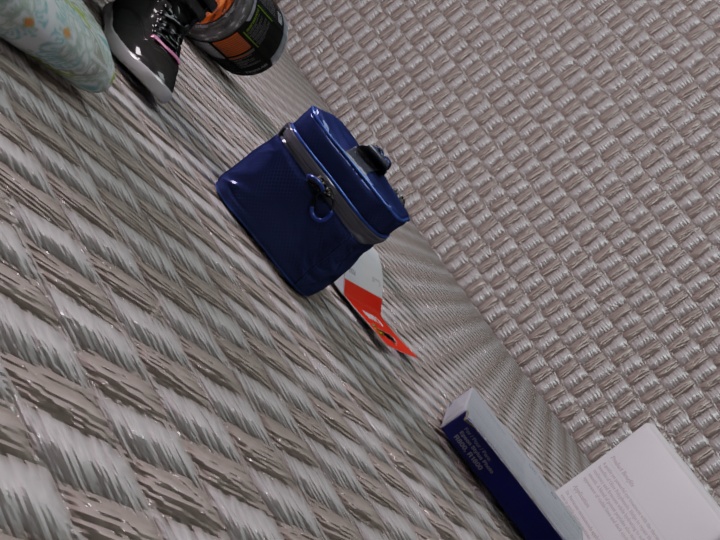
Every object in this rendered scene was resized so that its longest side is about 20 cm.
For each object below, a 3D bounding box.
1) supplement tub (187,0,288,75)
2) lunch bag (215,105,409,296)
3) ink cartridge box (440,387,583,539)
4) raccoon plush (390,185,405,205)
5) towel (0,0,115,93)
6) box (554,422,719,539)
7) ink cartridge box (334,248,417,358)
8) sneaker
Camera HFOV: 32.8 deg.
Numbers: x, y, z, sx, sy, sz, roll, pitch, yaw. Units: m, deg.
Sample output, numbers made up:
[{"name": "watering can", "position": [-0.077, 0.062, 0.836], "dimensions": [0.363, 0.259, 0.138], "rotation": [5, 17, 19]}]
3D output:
[{"name": "supplement tub", "position": [-0.185, -0.357, 1.693], "dimensions": [0.123, 0.122, 0.200], "rotation": [53, 6, 18]}, {"name": "lunch bag", "position": [-0.033, -0.070, 1.107], "dimensions": [0.136, 0.132, 0.200], "rotation": [51, 6, 0]}, {"name": "ink cartridge box", "position": [0.156, 0.219, 1.239], "dimensions": [0.200, 0.041, 0.200], "rotation": [52, 6, 3]}, {"name": "raccoon plush", "position": [-0.021, -0.123, 1.727], "dimensions": [0.134, 0.097, 0.200], "rotation": [46, 3, 31]}, {"name": "towel", "position": [-0.247, -0.217, 0.789], "dimensions": [0.200, 0.048, 0.171], "rotation": [54, 7, 16]}, {"name": "box", "position": [0.376, 0.344, 1.512], "dimensions": [0.200, 0.171, 0.199], "rotation": [46, 8, -37]}, {"name": "ink cartridge box", "position": [0.000, 0.000, 1.333], "dimensions": [0.200, 0.047, 0.160], "rotation": [51, 6, 17]}, {"name": "sneaker", "position": [-0.177, -0.227, 1.116], "dimensions": [0.071, 0.099, 0.200], "rotation": [49, 8, -34]}]
